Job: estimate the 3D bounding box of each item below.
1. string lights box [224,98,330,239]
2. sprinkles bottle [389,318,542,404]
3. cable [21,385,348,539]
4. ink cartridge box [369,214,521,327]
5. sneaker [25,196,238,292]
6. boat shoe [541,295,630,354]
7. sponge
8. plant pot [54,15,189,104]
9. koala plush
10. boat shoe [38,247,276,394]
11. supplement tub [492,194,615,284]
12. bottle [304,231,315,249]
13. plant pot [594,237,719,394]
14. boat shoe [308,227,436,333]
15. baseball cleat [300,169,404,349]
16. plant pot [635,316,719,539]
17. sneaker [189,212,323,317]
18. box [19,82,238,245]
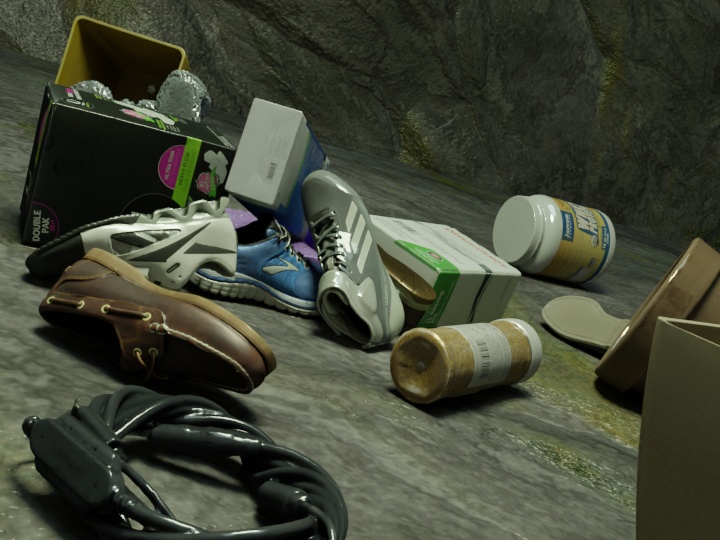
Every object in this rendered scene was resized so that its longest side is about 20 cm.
[{"bbox_3d":[-0.088,-0.108,1.054,0.058,0.105,0.200,17,-6,8],"label":"string lights box"},{"bbox_3d":[0.108,0.085,0.906,0.068,0.069,0.199,25,14,33],"label":"sprinkles bottle"},{"bbox_3d":[-0.086,0.124,0.524,0.198,0.052,0.162,23,8,35],"label":"cable"},{"bbox_3d":[0.091,0.002,1.185,0.146,0.084,0.198,36,20,35],"label":"ink cartridge box"},{"bbox_3d":[-0.205,-0.006,0.865,0.197,0.090,0.074,-14,-3,-22],"label":"sneaker"},{"bbox_3d":[0.328,0.093,1.271,0.199,0.072,0.063,24,-30,52],"label":"boat shoe"},{"bbox_3d":[-0.127,-0.038,1.135,0.110,0.030,0.200,10,13,-29],"label":"sponge"},{"bbox_3d":[-0.398,-0.292,1.607,0.197,0.204,0.176,18,0,5],"label":"plant pot"},{"bbox_3d":[-0.269,-0.137,1.200,0.174,0.188,0.200,-6,-3,-3],"label":"koala plush"},{"bbox_3d":[-0.157,0.051,0.707,0.197,0.071,0.070,20,50,27],"label":"boat shoe"},{"bbox_3d":[0.360,-0.059,1.734,0.197,0.147,0.144,10,14,-30],"label":"supplement tub"},{"bbox_3d":[-0.026,-0.050,1.325,0.196,0.066,0.084,16,11,-6],"label":"bottle"},{"bbox_3d":[0.396,0.092,1.069,0.174,0.202,0.200,38,17,15],"label":"plant pot"},{"bbox_3d":[0.000,0.000,1.084,0.073,0.066,0.199,8,25,-50],"label":"boat shoe"},{"bbox_3d":[-0.020,-0.016,0.969,0.106,0.069,0.202,-13,70,-59],"label":"baseball cleat"},{"bbox_3d":[0.287,0.155,0.582,0.197,0.180,0.199,8,14,-38],"label":"plant pot"},{"bbox_3d":[-0.088,-0.009,0.997,0.197,0.091,0.078,13,12,-30],"label":"sneaker"},{"bbox_3d":[-0.252,-0.097,1.003,0.197,0.151,0.124,12,14,-25],"label":"box"}]
